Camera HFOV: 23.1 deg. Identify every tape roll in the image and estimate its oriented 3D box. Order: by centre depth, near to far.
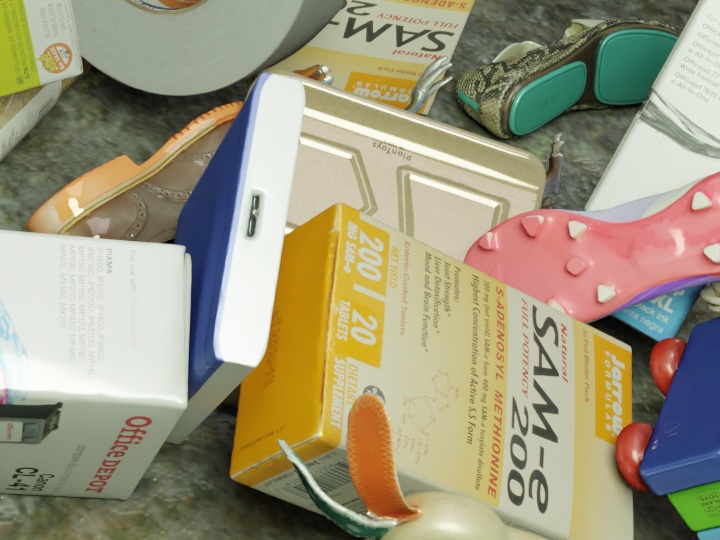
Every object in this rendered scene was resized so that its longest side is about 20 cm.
[{"bbox_3d":[-0.100,-0.205,1.016,0.200,0.201,0.066,33,30,14],"label":"tape roll"}]

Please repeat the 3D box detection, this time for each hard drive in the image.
[{"bbox_3d":[-0.069,0.002,0.849,0.025,0.200,0.133,12,72,-12],"label":"hard drive"}]

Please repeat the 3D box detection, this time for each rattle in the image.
[{"bbox_3d":[0.027,0.167,0.760,0.130,0.200,0.143,6,58,25],"label":"rattle"}]

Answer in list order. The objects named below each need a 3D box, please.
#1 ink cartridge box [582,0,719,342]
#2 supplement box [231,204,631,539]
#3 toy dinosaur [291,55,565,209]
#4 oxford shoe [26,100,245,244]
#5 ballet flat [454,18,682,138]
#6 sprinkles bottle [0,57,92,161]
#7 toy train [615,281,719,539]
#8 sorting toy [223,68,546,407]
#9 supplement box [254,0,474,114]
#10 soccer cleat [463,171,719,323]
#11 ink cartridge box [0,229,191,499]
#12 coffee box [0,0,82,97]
[{"bbox_3d":[0.201,-0.068,1.039,0.084,0.201,0.145,30,12,10],"label":"ink cartridge box"},{"bbox_3d":[0.042,0.068,0.872,0.200,0.073,0.126,25,54,-31],"label":"supplement box"},{"bbox_3d":[0.032,-0.060,1.078,0.181,0.105,0.201,5,49,3],"label":"toy dinosaur"},{"bbox_3d":[-0.101,-0.040,1.029,0.200,0.071,0.073,-33,84,-39],"label":"oxford shoe"},{"bbox_3d":[0.147,-0.145,1.241,0.199,0.068,0.075,-20,39,-35],"label":"ballet flat"},{"bbox_3d":[-0.225,-0.092,1.019,0.068,0.068,0.200,25,40,5],"label":"sprinkles bottle"},{"bbox_3d":[0.213,0.072,0.917,0.116,0.084,0.200,54,39,-19],"label":"toy train"},{"bbox_3d":[0.000,0.000,0.997,0.184,0.036,0.201,18,65,-5],"label":"sorting toy"},{"bbox_3d":[0.013,-0.203,1.136,0.125,0.200,0.074,7,45,-15],"label":"supplement box"},{"bbox_3d":[0.150,-0.011,0.942,0.076,0.199,0.067,0,76,-56],"label":"soccer cleat"},{"bbox_3d":[-0.190,0.044,0.817,0.199,0.148,0.086,6,64,-17],"label":"ink cartridge box"},{"bbox_3d":[-0.288,-0.206,0.953,0.197,0.201,0.200,-20,37,-19],"label":"coffee box"}]
